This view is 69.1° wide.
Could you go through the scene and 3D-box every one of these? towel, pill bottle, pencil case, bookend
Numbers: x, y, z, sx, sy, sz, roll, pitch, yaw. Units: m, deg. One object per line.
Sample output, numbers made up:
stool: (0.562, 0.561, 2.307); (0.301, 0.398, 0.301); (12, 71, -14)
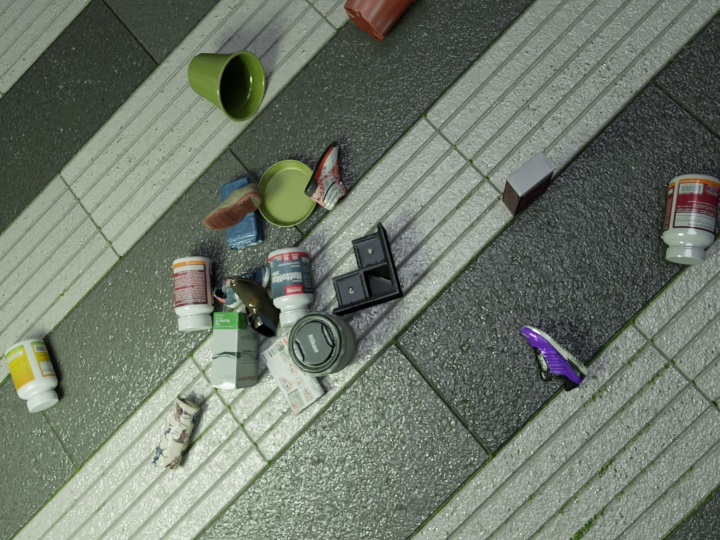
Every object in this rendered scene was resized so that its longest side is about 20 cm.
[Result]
towel: (-0.363, -0.171, 1.586); (0.108, 0.049, 0.206); (-12, 80, 10)
pill bottle: (0.818, -0.125, 1.298); (0.110, 0.113, 0.206); (10, 84, 13)
pencil case: (-0.534, 0.467, 1.512); (0.087, 0.078, 0.205); (21, 87, -1)
pill bottle: (-0.493, 0.070, 1.544); (0.111, 0.114, 0.207); (-8, 80, 10)
pill bottle: (-0.193, 0.047, 1.482); (0.116, 0.120, 0.207); (-10, 80, 10)
bookend: (0.000, 0.000, 1.461); (0.193, 0.092, 0.206); (-16, 78, 9)
pill bottle: (-1.009, 0.325, 1.615); (0.109, 0.111, 0.204); (-30, 77, 6)

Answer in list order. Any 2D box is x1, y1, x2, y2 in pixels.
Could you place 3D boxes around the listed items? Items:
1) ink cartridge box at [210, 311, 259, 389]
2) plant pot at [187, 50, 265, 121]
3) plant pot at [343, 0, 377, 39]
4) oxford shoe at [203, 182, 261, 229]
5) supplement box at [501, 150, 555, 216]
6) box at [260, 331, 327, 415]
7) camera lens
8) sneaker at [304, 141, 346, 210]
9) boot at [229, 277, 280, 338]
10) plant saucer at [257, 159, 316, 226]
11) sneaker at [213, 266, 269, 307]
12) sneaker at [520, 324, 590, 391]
ink cartridge box: (-0.351, 0.225, 1.474); (0.080, 0.146, 0.207); (-2, 80, 13)
plant pot: (-0.425, -0.583, 1.605); (0.187, 0.199, 0.205); (24, 87, 27)
plant pot: (0.062, -0.804, 1.527); (0.200, 0.200, 0.197); (40, 99, 14)
oxford shoe: (-0.378, -0.188, 1.544); (0.196, 0.071, 0.076); (-25, 51, 9)
supplement box: (0.429, -0.218, 1.348); (0.108, 0.200, 0.062); (-37, 75, 3)
box: (-0.190, 0.292, 1.488); (0.109, 0.035, 0.203); (-34, 76, 5)
camera lens: (-0.098, 0.196, 1.397); (0.155, 0.200, 0.165); (-2, 81, 11)
sneaker: (-0.084, -0.274, 1.539); (0.107, 0.067, 0.205); (33, 60, -20)
boot: (-0.286, 0.104, 1.442); (0.073, 0.200, 0.099); (-28, 44, 18)
plant saucer: (-0.217, -0.229, 1.573); (0.193, 0.031, 0.207); (-2, 81, 12)
sneaker: (-0.344, 0.040, 1.495); (0.198, 0.084, 0.077); (-33, 45, 28)
sneaker: (0.479, 0.230, 1.339); (0.199, 0.069, 0.100); (41, 93, 15)
